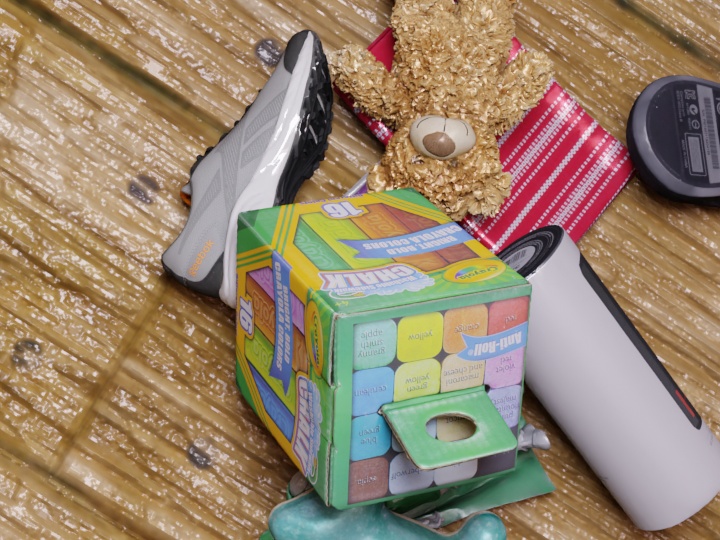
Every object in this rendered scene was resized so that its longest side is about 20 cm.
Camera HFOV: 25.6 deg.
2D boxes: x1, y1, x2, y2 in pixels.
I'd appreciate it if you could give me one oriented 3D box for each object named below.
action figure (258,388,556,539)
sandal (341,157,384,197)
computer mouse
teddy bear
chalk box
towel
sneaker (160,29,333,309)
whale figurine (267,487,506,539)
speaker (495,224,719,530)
[{"bbox_3d":[0.024,0.135,1.023,0.199,0.055,0.119,-27,90,-14],"label":"action figure"},{"bbox_3d":[-0.006,-0.004,1.041,0.082,0.050,0.203,34,72,-6],"label":"sandal"},{"bbox_3d":[0.261,-0.080,1.128,0.198,0.053,0.140,7,75,-28],"label":"computer mouse"},{"bbox_3d":[0.057,-0.132,1.032,0.144,0.067,0.201,30,64,-10],"label":"teddy bear"},{"bbox_3d":[0.017,0.049,0.913,0.124,0.200,0.125,-9,116,-24],"label":"chalk box"},{"bbox_3d":[0.089,-0.100,1.086,0.200,0.022,0.145,46,60,-3],"label":"towel"},{"bbox_3d":[-0.070,-0.073,1.029,0.079,0.074,0.201,13,66,17],"label":"sneaker"},{"bbox_3d":[0.029,0.205,0.954,0.159,0.104,0.201,-35,113,-6],"label":"whale figurine"},{"bbox_3d":[0.155,0.072,1.031,0.081,0.081,0.200,-43,104,-18],"label":"speaker"}]
